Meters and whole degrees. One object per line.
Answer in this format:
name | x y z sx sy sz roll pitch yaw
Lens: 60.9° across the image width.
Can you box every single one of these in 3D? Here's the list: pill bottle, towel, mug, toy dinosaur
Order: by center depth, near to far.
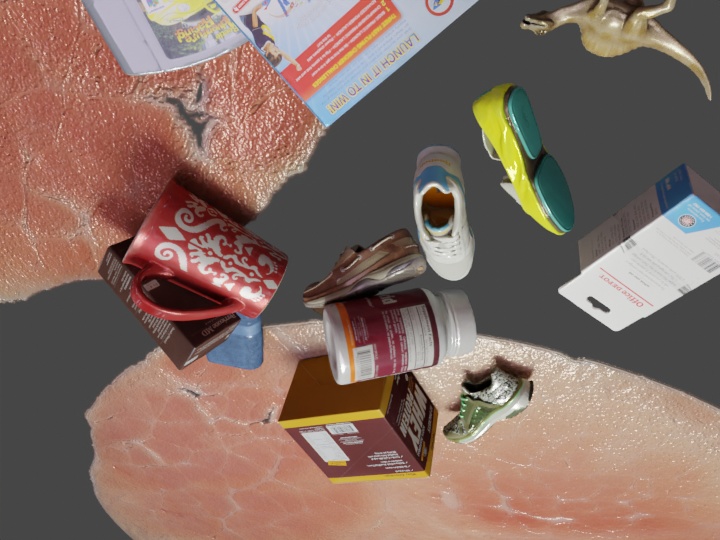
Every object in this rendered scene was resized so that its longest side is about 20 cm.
toy dinosaur | 0.262 -0.243 0.589 0.199 0.058 0.101 21 150 8
pill bottle | 0.054 0.087 0.868 0.199 0.114 0.115 -9 135 -11
mug | -0.225 -0.005 0.876 0.200 0.178 0.133 30 171 -19
towel | -0.218 0.085 1.034 0.111 0.049 0.201 12 134 7

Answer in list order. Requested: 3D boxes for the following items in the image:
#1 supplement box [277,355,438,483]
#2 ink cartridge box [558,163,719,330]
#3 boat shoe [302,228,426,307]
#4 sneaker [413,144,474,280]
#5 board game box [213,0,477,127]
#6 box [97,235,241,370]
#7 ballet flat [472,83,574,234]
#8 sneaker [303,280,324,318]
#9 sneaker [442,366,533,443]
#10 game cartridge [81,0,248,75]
supplement box | 0.004 0.257 1.072 0.196 0.133 0.200 -13 128 26
ink cartridge box | 0.352 -0.021 0.751 0.116 0.067 0.200 32 133 -15
boat shoe | 0.000 0.000 0.877 0.199 0.072 0.076 -23 165 25
sneaker | 0.102 -0.055 0.783 0.076 0.081 0.201 -4 133 17
board game box | -0.023 -0.278 0.585 0.200 0.056 0.196 -35 117 18
box | -0.287 0.038 0.920 0.200 0.100 0.075 49 131 5
ballet flat | 0.187 -0.125 0.713 0.067 0.067 0.200 0 133 46
sneaker | 0.002 0.081 0.945 0.199 0.076 0.071 21 135 -4
sneaker | 0.196 0.219 1.035 0.089 0.077 0.200 41 126 -5
game cartridge | -0.178 -0.284 0.628 0.199 0.041 0.133 -22 131 4
